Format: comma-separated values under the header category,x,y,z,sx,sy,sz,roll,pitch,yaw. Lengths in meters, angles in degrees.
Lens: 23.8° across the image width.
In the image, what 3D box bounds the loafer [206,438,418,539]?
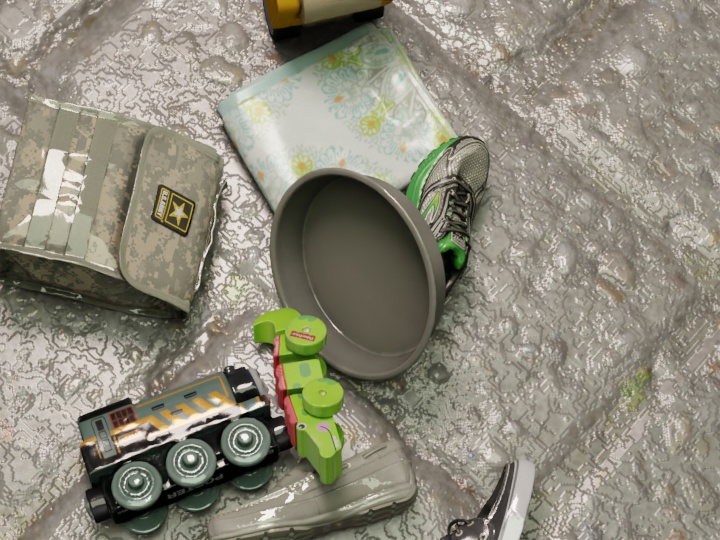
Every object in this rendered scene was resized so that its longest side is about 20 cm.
category,x,y,z,sx,sy,sz,roll,pitch,yaw
loafer,-0.046,0.205,1.547,0.198,0.070,0.070,-13,66,-16

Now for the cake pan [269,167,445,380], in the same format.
category,x,y,z,sx,sy,sz,roll,pitch,yaw
cake pan,0.000,0.000,1.567,0.037,0.201,0.201,-24,70,-45

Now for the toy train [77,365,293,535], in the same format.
category,x,y,z,sx,sy,sz,roll,pitch,yaw
toy train,-0.163,0.157,1.550,0.198,0.086,0.115,-21,63,-11

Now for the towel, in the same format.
category,x,y,z,sx,sy,sz,roll,pitch,yaw
towel,-0.018,-0.136,1.680,0.199,0.048,0.172,-29,73,-13

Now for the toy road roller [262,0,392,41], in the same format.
category,x,y,z,sx,sy,sz,roll,pitch,yaw
toy road roller,-0.042,-0.313,1.665,0.121,0.200,0.148,-14,93,-8

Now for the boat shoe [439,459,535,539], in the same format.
category,x,y,z,sx,sy,sz,roll,pitch,yaw
boat shoe,0.100,0.258,1.538,0.066,0.070,0.202,20,78,3

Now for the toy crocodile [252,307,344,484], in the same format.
category,x,y,z,sx,sy,sz,roll,pitch,yaw
toy crocodile,-0.052,0.108,1.547,0.061,0.068,0.201,-8,46,-10

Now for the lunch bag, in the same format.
category,x,y,z,sx,sy,sz,roll,pitch,yaw
lunch bag,-0.231,-0.055,1.603,0.198,0.118,0.166,13,69,-5

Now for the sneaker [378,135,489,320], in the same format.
category,x,y,z,sx,sy,sz,roll,pitch,yaw
sneaker,0.083,-0.036,1.620,0.078,0.085,0.202,30,71,-28
